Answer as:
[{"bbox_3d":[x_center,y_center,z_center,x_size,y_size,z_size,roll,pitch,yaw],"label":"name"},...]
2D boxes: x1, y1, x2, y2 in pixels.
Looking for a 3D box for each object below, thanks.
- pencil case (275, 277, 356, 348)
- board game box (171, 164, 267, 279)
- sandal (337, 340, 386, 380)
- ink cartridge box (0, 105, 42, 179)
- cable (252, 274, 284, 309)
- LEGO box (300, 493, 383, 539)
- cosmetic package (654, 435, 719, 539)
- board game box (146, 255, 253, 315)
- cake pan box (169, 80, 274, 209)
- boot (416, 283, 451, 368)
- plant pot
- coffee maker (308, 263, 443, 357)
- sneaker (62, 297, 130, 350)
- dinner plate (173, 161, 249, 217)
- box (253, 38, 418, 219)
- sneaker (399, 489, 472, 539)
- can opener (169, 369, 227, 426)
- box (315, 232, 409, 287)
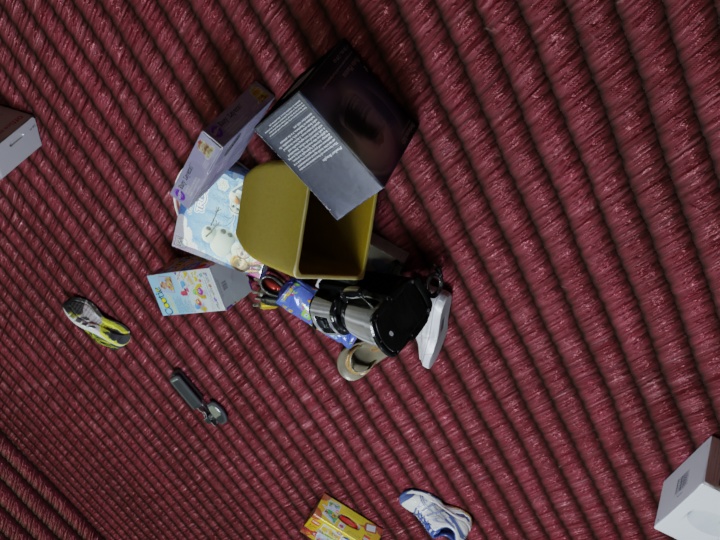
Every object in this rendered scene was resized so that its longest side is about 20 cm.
[{"bbox_3d":[-0.079,0.084,1.773,0.199,0.078,0.087,32,129,-6],"label":"pencil case"},{"bbox_3d":[-0.261,-0.109,1.670,0.198,0.043,0.201,20,115,6],"label":"board game box"},{"bbox_3d":[0.004,0.198,1.861,0.080,0.054,0.200,41,138,-10],"label":"sandal"},{"bbox_3d":[-0.823,-0.292,1.828,0.198,0.145,0.085,18,137,16],"label":"ink cartridge box"},{"bbox_3d":[-0.148,0.056,1.846,0.198,0.050,0.098,9,118,8],"label":"cable"},{"bbox_3d":[-0.055,0.748,2.416,0.199,0.077,0.149,31,139,1],"label":"LEGO box"},{"bbox_3d":[0.711,0.454,1.619,0.199,0.123,0.200,27,139,8],"label":"cosmetic package"},{"bbox_3d":[-0.357,0.028,1.868,0.199,0.103,0.106,-6,111,35],"label":"board game box"},{"bbox_3d":[-0.249,-0.222,1.512,0.052,0.184,0.200,39,140,-3],"label":"cake pan box"},{"bbox_3d":[0.123,0.105,1.696,0.095,0.074,0.201,23,130,20],"label":"boot"},{"bbox_3d":[-0.111,-0.097,1.506,0.199,0.194,0.197,12,96,37],"label":"plant pot"},{"bbox_3d":[0.029,0.061,1.596,0.199,0.191,0.136,14,120,48],"label":"coffee maker"},{"bbox_3d":[-0.713,0.152,2.247,0.199,0.075,0.085,36,140,-4],"label":"sneaker"},{"bbox_3d":[-0.283,-0.139,1.699,0.198,0.024,0.202,6,115,12],"label":"dinner plate"},{"bbox_3d":[-0.031,-0.229,1.352,0.123,0.201,0.199,-29,112,39],"label":"box"},{"bbox_3d":[0.184,0.632,2.148,0.199,0.088,0.076,18,139,18],"label":"sneaker"},{"bbox_3d":[-0.442,0.347,2.298,0.066,0.053,0.200,-34,113,10],"label":"can opener"},{"bbox_3d":[0.000,0.000,1.686,0.144,0.036,0.201,30,140,4],"label":"box"}]
